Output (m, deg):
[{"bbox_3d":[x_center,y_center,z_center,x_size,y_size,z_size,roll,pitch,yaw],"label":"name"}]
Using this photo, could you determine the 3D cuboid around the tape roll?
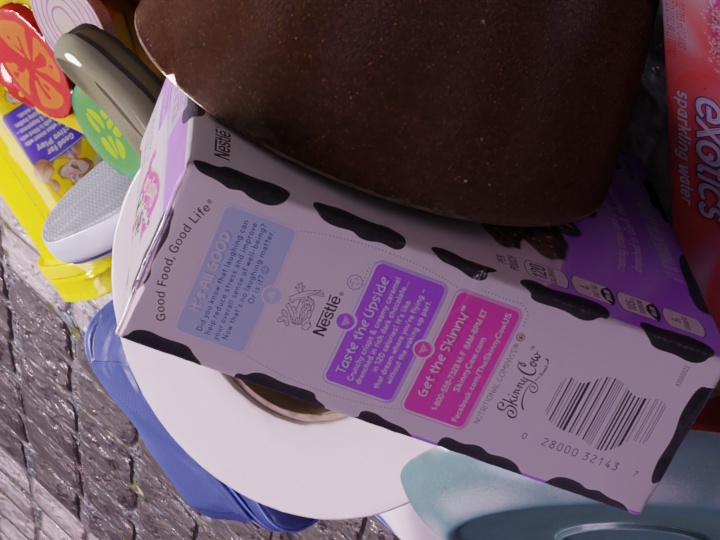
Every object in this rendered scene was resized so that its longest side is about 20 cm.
[{"bbox_3d":[0.000,0.000,0.913,0.202,0.139,0.204,8,109,23],"label":"tape roll"}]

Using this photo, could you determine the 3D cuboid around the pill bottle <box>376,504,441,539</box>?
[{"bbox_3d":[0.046,0.097,1.070,0.112,0.112,0.200,60,167,-27],"label":"pill bottle"}]

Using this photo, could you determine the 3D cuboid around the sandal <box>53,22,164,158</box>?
[{"bbox_3d":[-0.072,-0.017,0.812,0.201,0.057,0.080,48,166,12],"label":"sandal"}]

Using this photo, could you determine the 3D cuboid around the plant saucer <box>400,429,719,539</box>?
[{"bbox_3d":[0.115,0.105,0.808,0.199,0.028,0.200,3,160,1],"label":"plant saucer"}]

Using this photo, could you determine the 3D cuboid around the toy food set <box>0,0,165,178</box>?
[{"bbox_3d":[-0.149,-0.142,0.901,0.197,0.049,0.201,25,141,41],"label":"toy food set"}]

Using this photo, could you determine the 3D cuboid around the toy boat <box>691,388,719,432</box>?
[{"bbox_3d":[0.176,0.142,0.953,0.131,0.131,0.200,48,156,-3],"label":"toy boat"}]

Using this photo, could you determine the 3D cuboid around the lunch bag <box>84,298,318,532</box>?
[{"bbox_3d":[-0.068,0.079,1.249,0.200,0.136,0.132,55,155,-18],"label":"lunch bag"}]

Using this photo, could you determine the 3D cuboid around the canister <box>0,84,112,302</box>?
[{"bbox_3d":[-0.171,-0.106,1.128,0.086,0.149,0.201,-7,121,48],"label":"canister"}]

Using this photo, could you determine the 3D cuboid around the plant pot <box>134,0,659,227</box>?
[{"bbox_3d":[0.040,-0.149,0.664,0.187,0.187,0.201,35,117,25],"label":"plant pot"}]

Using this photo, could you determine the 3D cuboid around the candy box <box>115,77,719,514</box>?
[{"bbox_3d":[0.018,-0.012,0.704,0.199,0.168,0.072,19,115,-13],"label":"candy box"}]

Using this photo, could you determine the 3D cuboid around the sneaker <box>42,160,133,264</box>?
[{"bbox_3d":[-0.079,-0.043,1.046,0.071,0.199,0.073,56,-162,-32],"label":"sneaker"}]

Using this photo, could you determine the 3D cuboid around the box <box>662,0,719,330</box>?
[{"bbox_3d":[0.179,-0.056,0.694,0.102,0.095,0.201,30,151,31],"label":"box"}]
